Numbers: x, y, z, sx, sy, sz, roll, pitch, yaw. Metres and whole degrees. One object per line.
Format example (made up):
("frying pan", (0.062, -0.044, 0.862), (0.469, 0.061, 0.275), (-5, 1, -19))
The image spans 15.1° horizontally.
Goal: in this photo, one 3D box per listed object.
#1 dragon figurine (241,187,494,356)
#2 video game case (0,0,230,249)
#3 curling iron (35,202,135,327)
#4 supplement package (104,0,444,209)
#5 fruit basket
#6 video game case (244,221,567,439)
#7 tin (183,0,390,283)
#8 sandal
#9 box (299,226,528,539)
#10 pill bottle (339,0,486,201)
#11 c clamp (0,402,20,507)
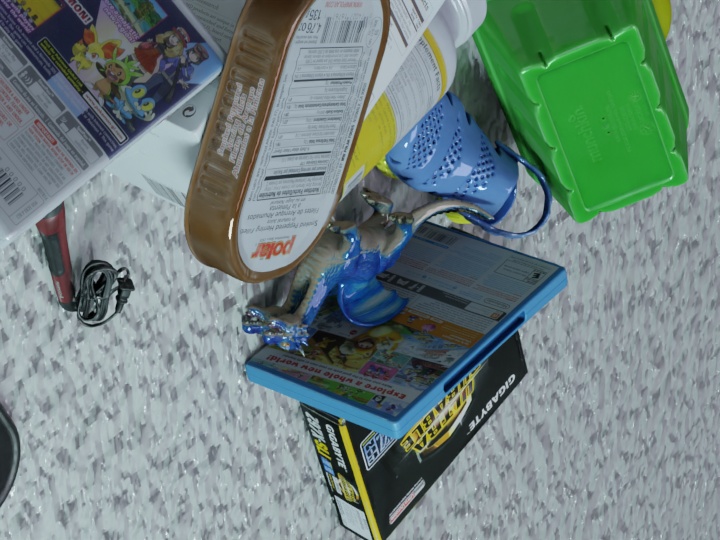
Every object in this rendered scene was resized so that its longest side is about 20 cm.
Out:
("dragon figurine", (0.000, 0.000, 1.936), (0.199, 0.059, 0.100), (-14, 123, -40))
("video game case", (-0.194, -0.139, 1.470), (0.182, 0.200, 0.023), (-42, -176, -32))
("curling iron", (-0.183, -0.042, 1.675), (0.049, 0.026, 0.201), (-17, 132, -3))
("supplement package", (-0.077, -0.150, 1.638), (0.200, 0.151, 0.151), (-56, 150, -14))
("fruit basket", (0.169, -0.169, 2.037), (0.155, 0.216, 0.216), (-21, 143, 5))
("video game case", (0.034, 0.038, 1.946), (0.200, 0.143, 0.018), (-40, 134, -34))
("tin", (-0.041, -0.088, 1.553), (0.112, 0.042, 0.201), (-5, 118, -52))
("sandal", (0.081, -0.077, 1.993), (0.200, 0.087, 0.080), (28, 90, -57))
("box", (0.044, 0.089, 2.089), (0.200, 0.049, 0.160), (-47, 143, -26))
("pill bottle", (-0.007, -0.131, 1.797), (0.200, 0.112, 0.112), (-47, 144, -28))
("c clamp", (-0.282, 0.125, 1.655), (0.171, 0.027, 0.200), (-59, 147, -19))
